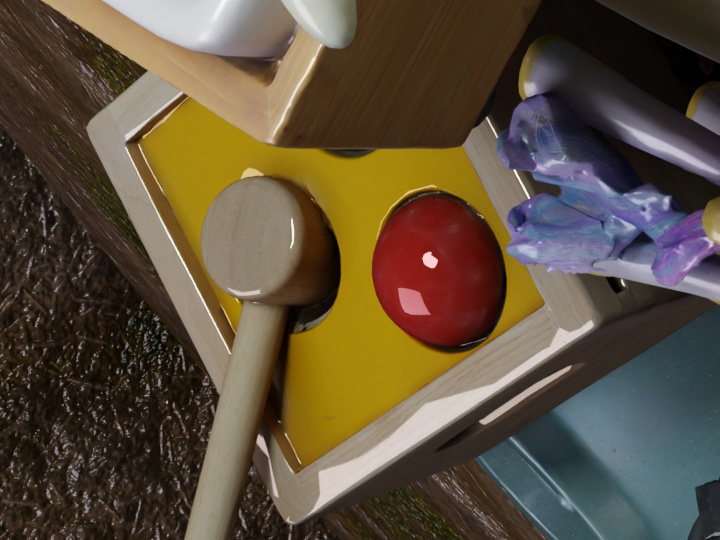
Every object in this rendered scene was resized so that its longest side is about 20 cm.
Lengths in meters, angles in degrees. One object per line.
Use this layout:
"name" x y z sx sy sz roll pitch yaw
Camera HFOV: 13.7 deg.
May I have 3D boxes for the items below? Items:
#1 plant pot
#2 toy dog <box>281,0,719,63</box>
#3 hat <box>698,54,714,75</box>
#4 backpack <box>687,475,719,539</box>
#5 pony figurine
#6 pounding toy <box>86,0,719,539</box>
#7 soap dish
"plant pot" 0.109 0.038 1.107 0.200 0.134 0.200 46 171 9
"toy dog" 0.100 -0.062 0.519 0.200 0.194 0.140 54 159 -1
"hat" 0.083 -0.111 0.835 0.176 0.166 0.200 14 -157 -19
"backpack" 0.200 0.133 0.905 0.200 0.153 0.176 3 -159 -42
"pony figurine" 0.134 -0.002 0.785 0.200 0.167 0.193 25 -171 33
"pounding toy" 0.000 0.000 0.981 0.200 0.142 0.184 -36 77 40
"soap dish" 0.005 -0.131 0.681 0.081 0.200 0.157 25 -175 -34
